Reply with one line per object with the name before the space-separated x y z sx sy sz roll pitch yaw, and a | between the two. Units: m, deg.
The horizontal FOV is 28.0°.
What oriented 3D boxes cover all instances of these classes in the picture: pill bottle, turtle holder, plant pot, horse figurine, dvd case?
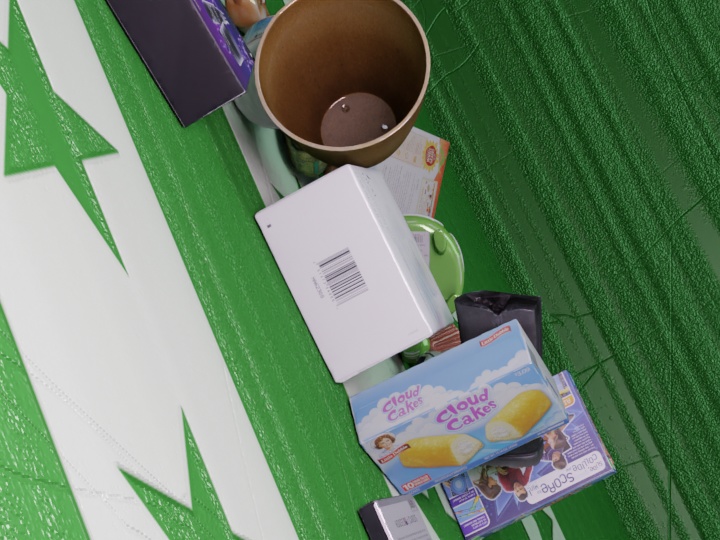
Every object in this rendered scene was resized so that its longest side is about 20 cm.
pill bottle | -0.099 -0.250 1.757 0.109 0.108 0.200 59 12 -18
turtle holder | 0.075 0.017 1.863 0.187 0.140 0.132 60 9 -7
plant pot | -0.009 -0.190 1.593 0.200 0.185 0.188 67 -1 -75
horse figurine | -0.145 -0.354 1.921 0.200 0.049 0.134 61 24 -63
dvd case | 0.065 0.315 1.394 0.201 0.025 0.150 65 11 12

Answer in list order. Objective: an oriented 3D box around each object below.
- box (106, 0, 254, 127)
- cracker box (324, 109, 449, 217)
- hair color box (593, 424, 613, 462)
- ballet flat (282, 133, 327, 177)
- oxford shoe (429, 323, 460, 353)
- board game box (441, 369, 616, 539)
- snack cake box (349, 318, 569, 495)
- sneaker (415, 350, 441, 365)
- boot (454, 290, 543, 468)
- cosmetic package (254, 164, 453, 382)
box | -0.189 -0.263 1.438 0.201 0.078 0.141 59 8 -19
cracker box | 0.033 -0.129 1.905 0.199 0.057 0.135 15 87 -55
hair color box | 0.236 0.248 1.946 0.064 0.200 0.112 -22 84 -40
ballet flat | -0.079 -0.194 1.871 0.071 0.070 0.201 53 14 -42
oxford shoe | 0.070 0.067 1.975 0.201 0.070 0.074 58 -32 21
board game box | 0.192 0.226 1.749 0.136 0.199 0.034 66 11 18
snack cake box | 0.103 0.146 1.509 0.115 0.199 0.068 52 16 -42
sneaker | 0.088 0.153 1.791 0.079 0.079 0.200 65 -10 -9
boot | 0.120 0.120 1.586 0.066 0.163 0.202 -85 171 -59
cosmetic package | 0.000 0.000 1.590 0.201 0.122 0.200 64 9 3
